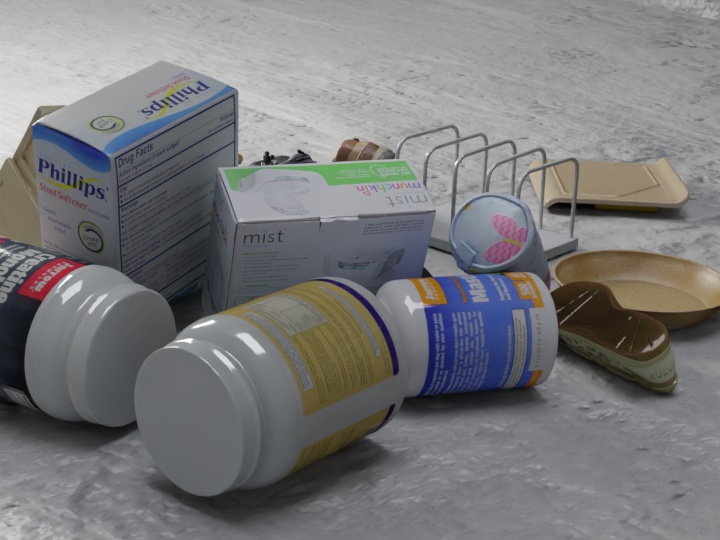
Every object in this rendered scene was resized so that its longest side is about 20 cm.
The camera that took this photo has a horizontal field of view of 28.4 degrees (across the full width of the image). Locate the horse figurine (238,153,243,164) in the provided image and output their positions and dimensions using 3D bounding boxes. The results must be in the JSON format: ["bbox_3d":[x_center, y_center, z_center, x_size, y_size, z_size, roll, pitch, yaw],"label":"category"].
[{"bbox_3d":[-0.108,-0.039,1.604,0.200,0.133,0.050,37,23,33],"label":"horse figurine"}]

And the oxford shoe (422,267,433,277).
[{"bbox_3d":[0.000,0.000,1.541,0.200,0.071,0.071,18,27,-35],"label":"oxford shoe"}]

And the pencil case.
[{"bbox_3d":[0.143,-0.011,1.461,0.091,0.083,0.200,-29,-21,1],"label":"pencil case"}]

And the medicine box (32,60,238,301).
[{"bbox_3d":[-0.213,-0.074,1.383,0.103,0.200,0.182,22,37,27],"label":"medicine box"}]

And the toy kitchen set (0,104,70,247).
[{"bbox_3d":[-0.278,-0.051,1.534,0.180,0.200,0.163,-8,56,-45],"label":"toy kitchen set"}]

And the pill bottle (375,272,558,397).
[{"bbox_3d":[0.074,0.061,1.339,0.200,0.112,0.112,-3,21,-18],"label":"pill bottle"}]

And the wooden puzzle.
[{"bbox_3d":[0.342,-0.117,1.985,0.200,0.037,0.185,-2,20,1],"label":"wooden puzzle"}]

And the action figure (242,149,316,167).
[{"bbox_3d":[-0.093,-0.095,1.725,0.119,0.102,0.200,-18,1,10],"label":"action figure"}]

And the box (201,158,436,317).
[{"bbox_3d":[-0.045,-0.010,1.401,0.200,0.177,0.097,-5,40,-18],"label":"box"}]

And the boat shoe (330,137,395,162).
[{"bbox_3d":[-0.004,-0.122,1.776,0.072,0.076,0.200,27,-15,1],"label":"boat shoe"}]

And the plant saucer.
[{"bbox_3d":[0.312,0.025,1.582,0.200,0.035,0.200,3,20,-1],"label":"plant saucer"}]

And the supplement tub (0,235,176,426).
[{"bbox_3d":[-0.280,0.053,1.268,0.200,0.141,0.140,14,23,29],"label":"supplement tub"}]

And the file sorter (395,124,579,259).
[{"bbox_3d":[0.154,-0.094,1.759,0.200,0.125,0.139,19,26,37],"label":"file sorter"}]

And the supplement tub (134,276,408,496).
[{"bbox_3d":[-0.072,0.095,1.176,0.145,0.146,0.200,18,24,36],"label":"supplement tub"}]

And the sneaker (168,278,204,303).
[{"bbox_3d":[-0.231,-0.016,1.564,0.130,0.080,0.200,-23,20,-32],"label":"sneaker"}]

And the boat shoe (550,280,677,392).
[{"bbox_3d":[0.247,0.067,1.438,0.073,0.063,0.200,-32,26,-8],"label":"boat shoe"}]
